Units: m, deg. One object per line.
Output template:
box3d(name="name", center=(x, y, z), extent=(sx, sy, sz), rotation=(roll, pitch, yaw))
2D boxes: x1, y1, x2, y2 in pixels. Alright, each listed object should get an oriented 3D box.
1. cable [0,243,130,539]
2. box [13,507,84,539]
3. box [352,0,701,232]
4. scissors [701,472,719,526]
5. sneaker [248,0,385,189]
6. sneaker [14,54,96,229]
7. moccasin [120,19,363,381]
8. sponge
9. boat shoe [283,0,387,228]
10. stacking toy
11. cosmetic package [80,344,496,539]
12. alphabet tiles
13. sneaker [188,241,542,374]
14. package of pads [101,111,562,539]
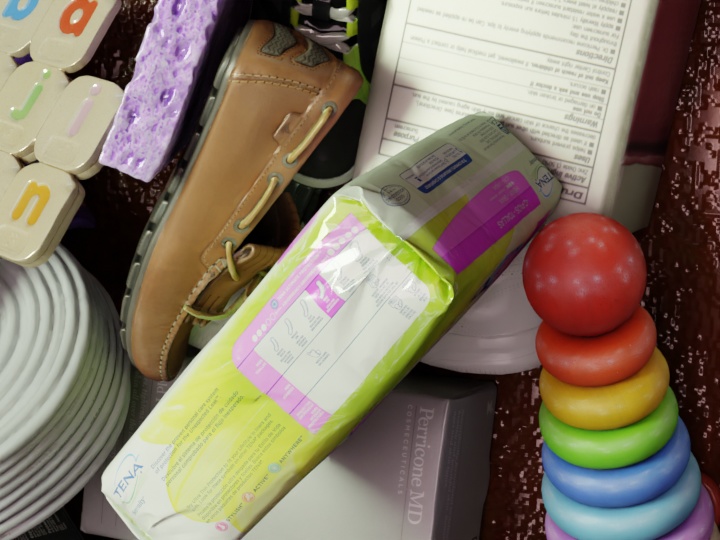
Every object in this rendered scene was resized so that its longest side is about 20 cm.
box3d(name="cable", center=(-0.217, 0.053, 0.922), extent=(0.200, 0.069, 0.200), rotation=(-13, 47, 4))
box3d(name="box", center=(-0.211, 0.201, 0.989), extent=(0.200, 0.086, 0.164), rotation=(53, 129, 24))
box3d(name="box", center=(0.090, -0.125, 0.875), extent=(0.128, 0.109, 0.200), rotation=(15, 101, 18))
box3d(name="scissors", center=(0.106, 0.171, 0.948), extent=(0.073, 0.014, 0.200), rotation=(39, 106, 13))
box3d(name="sneaker", center=(-0.022, -0.134, 0.859), extent=(0.072, 0.083, 0.200), rotation=(5, 102, 5))
box3d(name="sneaker", center=(-0.182, -0.059, 1.018), extent=(0.083, 0.081, 0.200), rotation=(14, 110, 6))
box3d(name="moccasin", center=(-0.057, -0.023, 0.869), extent=(0.078, 0.074, 0.201), rotation=(25, 118, -6))
box3d(name="sponge", center=(-0.078, -0.117, 0.894), extent=(0.030, 0.200, 0.112), rotation=(20, 105, -2))
box3d(name="boat shoe", center=(-0.009, -0.106, 0.946), extent=(0.057, 0.069, 0.200), rotation=(29, 101, -19))
box3d(name="stacking toy", center=(0.115, 0.061, 0.841), extent=(0.085, 0.085, 0.200), rotation=(2, 124, 21))
box3d(name="cosmetic package", center=(-0.037, 0.098, 0.959), extent=(0.200, 0.090, 0.107), rotation=(6, 94, 23))
box3d(name="alphabet tiles", center=(-0.204, -0.066, 0.926), extent=(0.200, 0.015, 0.196), rotation=(18, 75, 37))
box3d(name="sneaker", center=(0.000, 0.000, 0.937), extent=(0.200, 0.075, 0.089), rotation=(0, 109, 11))
box3d(name="package of pads", center=(-0.012, 0.032, 0.801), extent=(0.068, 0.155, 0.200), rotation=(44, 119, 5))
